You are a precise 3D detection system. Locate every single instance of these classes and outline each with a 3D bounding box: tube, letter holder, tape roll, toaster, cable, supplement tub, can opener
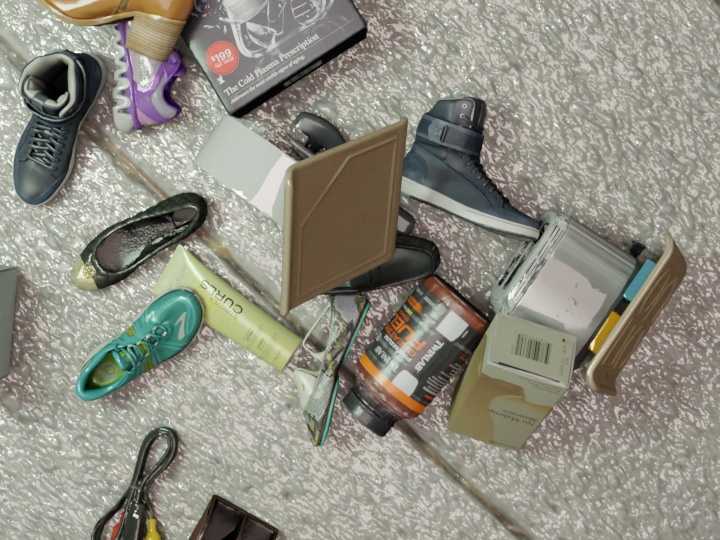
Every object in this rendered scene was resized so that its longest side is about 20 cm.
[{"bbox_3d":[-0.168,0.054,1.423,0.199,0.052,0.058,35,67,1],"label":"tube"},{"bbox_3d":[-0.198,0.410,1.410,0.100,0.142,0.201,29,95,-3],"label":"letter holder"},{"bbox_3d":[-0.099,-0.100,1.330,0.202,0.202,0.071,34,90,-3],"label":"tape roll"},{"bbox_3d":[0.252,0.015,1.383,0.129,0.114,0.201,34,94,-7],"label":"toaster"},{"bbox_3d":[-0.290,0.300,1.461,0.096,0.050,0.202,10,83,16],"label":"cable"},{"bbox_3d":[0.065,0.111,1.399,0.107,0.107,0.200,39,94,-4],"label":"supplement tub"},{"bbox_3d":[-0.008,-0.122,1.403,0.199,0.053,0.067,35,95,-5],"label":"can opener"}]

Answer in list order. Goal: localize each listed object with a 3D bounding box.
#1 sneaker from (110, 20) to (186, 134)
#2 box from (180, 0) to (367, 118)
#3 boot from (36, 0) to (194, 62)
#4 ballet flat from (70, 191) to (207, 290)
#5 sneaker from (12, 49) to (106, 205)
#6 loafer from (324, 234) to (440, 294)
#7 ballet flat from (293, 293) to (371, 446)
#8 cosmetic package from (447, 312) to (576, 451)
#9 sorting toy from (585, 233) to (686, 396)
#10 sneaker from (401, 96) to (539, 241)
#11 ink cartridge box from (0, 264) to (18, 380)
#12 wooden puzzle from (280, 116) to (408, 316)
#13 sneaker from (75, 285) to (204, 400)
[{"bbox_3d":[-0.257,-0.269,1.373,0.087,0.081,0.202,1,101,5],"label":"sneaker"},{"bbox_3d":[-0.120,-0.315,1.358,0.199,0.104,0.183,-32,94,3],"label":"box"},{"bbox_3d":[-0.277,-0.347,1.279,0.198,0.074,0.156,23,107,0],"label":"boot"},{"bbox_3d":[-0.282,-0.039,1.407,0.199,0.057,0.067,-33,94,3],"label":"ballet flat"},{"bbox_3d":[-0.380,-0.171,1.344,0.076,0.146,0.204,23,97,-4],"label":"sneaker"},{"bbox_3d":[0.000,0.000,1.386,0.198,0.071,0.069,-6,112,14],"label":"loafer"},{"bbox_3d":[-0.047,0.120,1.420,0.071,0.072,0.202,18,90,-2],"label":"ballet flat"},{"bbox_3d":[0.180,0.140,1.356,0.104,0.201,0.072,16,58,0],"label":"cosmetic package"},{"bbox_3d":[0.334,0.056,1.365,0.036,0.185,0.201,30,93,22],"label":"sorting toy"},{"bbox_3d":[0.148,-0.129,1.368,0.201,0.077,0.147,26,93,21],"label":"sneaker"},{"bbox_3d":[-0.543,0.062,1.372,0.198,0.146,0.148,7,95,-1],"label":"ink cartridge box"},{"bbox_3d":[-0.023,-0.064,1.249,0.037,0.199,0.187,30,132,31],"label":"wooden puzzle"},{"bbox_3d":[-0.276,0.100,1.404,0.200,0.080,0.078,-40,96,9],"label":"sneaker"}]
